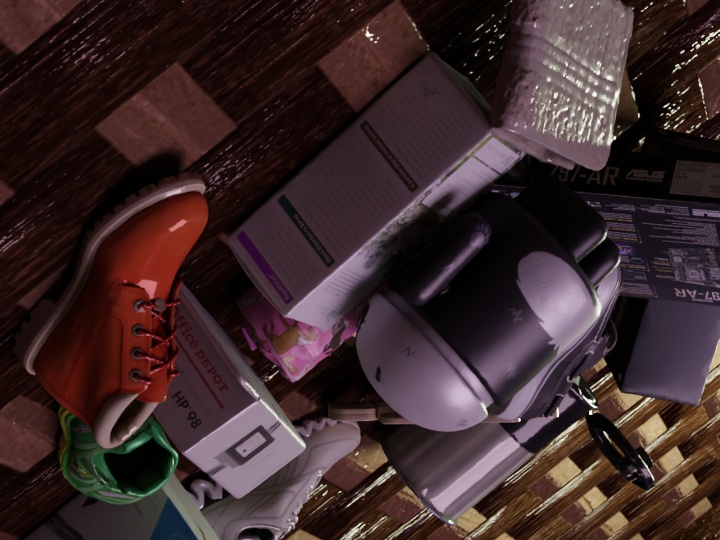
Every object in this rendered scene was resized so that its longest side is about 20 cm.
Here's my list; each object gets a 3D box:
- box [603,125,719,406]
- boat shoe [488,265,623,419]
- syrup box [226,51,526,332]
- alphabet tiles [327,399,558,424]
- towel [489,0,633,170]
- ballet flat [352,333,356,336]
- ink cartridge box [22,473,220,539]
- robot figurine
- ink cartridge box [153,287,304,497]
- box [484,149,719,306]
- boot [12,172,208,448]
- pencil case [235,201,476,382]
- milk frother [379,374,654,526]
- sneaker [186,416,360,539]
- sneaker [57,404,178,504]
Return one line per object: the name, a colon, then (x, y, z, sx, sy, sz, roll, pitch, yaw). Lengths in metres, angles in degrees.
box: (0.270, -0.005, 1.856, 0.141, 0.079, 0.200, -99, -157, -69)
boat shoe: (0.172, 0.057, 1.751, 0.066, 0.070, 0.200, 10, 133, -22)
syrup box: (0.011, -0.052, 1.515, 0.200, 0.081, 0.079, -41, 158, 11)
alphabet tiles: (0.072, 0.123, 1.907, 0.200, 0.015, 0.196, -1, 180, -2)
towel: (0.141, -0.144, 1.510, 0.200, 0.034, 0.133, 18, 81, -65)
ballet flat: (0.062, 0.008, 1.786, 0.200, 0.046, 0.067, -26, 157, -29)
ink cartridge box: (-0.218, 0.254, 1.755, 0.200, 0.116, 0.067, -40, 160, 5)
robot figurine: (0.089, 0.024, 1.541, 0.200, 0.150, 0.125, -42, -163, -4)
ink cartridge box: (-0.115, 0.079, 1.523, 0.067, 0.116, 0.200, -36, 160, -2)
box: (0.210, -0.035, 1.707, 0.160, 0.200, 0.044, 63, 38, -55)
boot: (-0.141, 0.027, 1.400, 0.075, 0.107, 0.200, -11, 146, -48)
pencil case: (0.000, 0.000, 1.612, 0.200, 0.083, 0.087, -36, 160, -6)
milk frother: (0.160, 0.181, 2.114, 0.188, 0.200, 0.180, -41, 164, 11)
sneaker: (-0.075, 0.199, 1.931, 0.200, 0.081, 0.075, -29, 157, -26)
sneaker: (-0.182, 0.143, 1.617, 0.074, 0.084, 0.200, -33, 160, -13)
